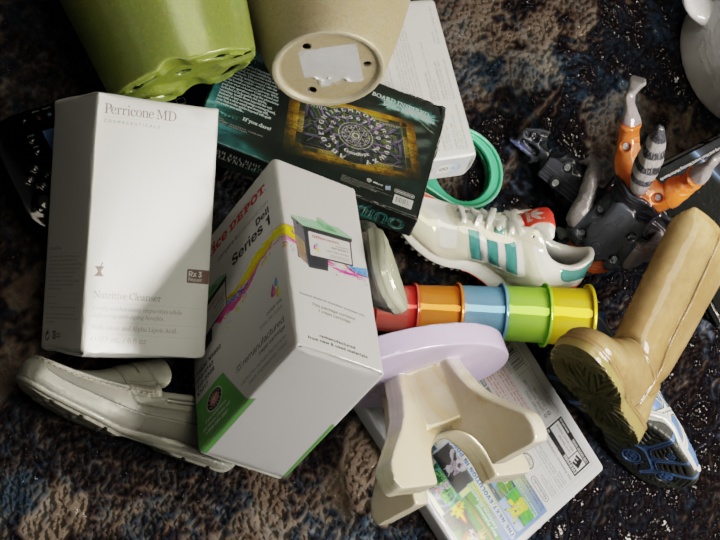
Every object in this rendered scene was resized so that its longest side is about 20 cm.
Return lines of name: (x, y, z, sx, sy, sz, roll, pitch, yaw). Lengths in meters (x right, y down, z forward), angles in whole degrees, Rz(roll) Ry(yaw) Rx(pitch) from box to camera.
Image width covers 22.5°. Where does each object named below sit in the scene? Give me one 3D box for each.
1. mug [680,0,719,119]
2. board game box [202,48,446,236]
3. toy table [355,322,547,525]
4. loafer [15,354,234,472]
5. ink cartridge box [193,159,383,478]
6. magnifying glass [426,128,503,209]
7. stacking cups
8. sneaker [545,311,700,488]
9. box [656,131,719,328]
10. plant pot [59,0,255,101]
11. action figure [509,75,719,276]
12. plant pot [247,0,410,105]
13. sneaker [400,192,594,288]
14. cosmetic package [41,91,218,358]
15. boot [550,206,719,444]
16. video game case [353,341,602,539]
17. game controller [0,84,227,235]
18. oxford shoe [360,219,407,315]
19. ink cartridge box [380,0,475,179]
mug: (0.412, -0.250, 1.810, 0.200, 0.175, 0.148, 29, 64, -21)
board game box: (-0.034, -0.118, 1.529, 0.199, 0.028, 0.136, 21, 50, -4)
toy table: (0.059, 0.122, 1.485, 0.199, 0.184, 0.118, -5, 67, -40)
loafer: (-0.176, 0.100, 1.427, 0.200, 0.070, 0.070, 24, 79, -33)
ink cartridge box: (-0.064, 0.036, 1.424, 0.084, 0.145, 0.201, 21, 40, -28)
magnifying glass: (0.043, -0.100, 1.642, 0.199, 0.022, 0.080, 7, 73, -27)
stacking cups: (0.105, 0.034, 1.593, 0.199, 0.061, 0.061, 5, 73, -6)
sneaker: (0.255, 0.121, 1.674, 0.200, 0.076, 0.077, 51, 47, -20)
box: (0.389, -0.064, 1.741, 0.199, 0.086, 0.164, -27, 92, 4)
plant pot: (-0.168, -0.239, 1.447, 0.199, 0.200, 0.191, -18, 85, -33)
action figure: (0.223, -0.079, 1.660, 0.200, 0.194, 0.105, 32, 29, 7)
plant pot: (-0.030, -0.244, 1.508, 0.187, 0.187, 0.201, 17, 51, -26)
sneaker: (0.121, -0.036, 1.616, 0.199, 0.093, 0.070, 32, 31, -22)
cosmetic package: (-0.180, -0.033, 1.418, 0.112, 0.081, 0.201, 2, 90, -34)
boot: (0.247, 0.029, 1.573, 0.200, 0.066, 0.175, -59, 149, -17)
video game case: (0.105, 0.145, 1.612, 0.182, 0.022, 0.200, -36, 97, -33)
game controller: (-0.203, -0.099, 1.485, 0.199, 0.042, 0.105, -22, 88, -34)
oxford shoe: (0.000, 0.000, 1.503, 0.057, 0.200, 0.076, -15, 101, -6)
ink cartridge box: (-0.012, -0.153, 1.606, 0.199, 0.047, 0.161, -8, 70, -15)
